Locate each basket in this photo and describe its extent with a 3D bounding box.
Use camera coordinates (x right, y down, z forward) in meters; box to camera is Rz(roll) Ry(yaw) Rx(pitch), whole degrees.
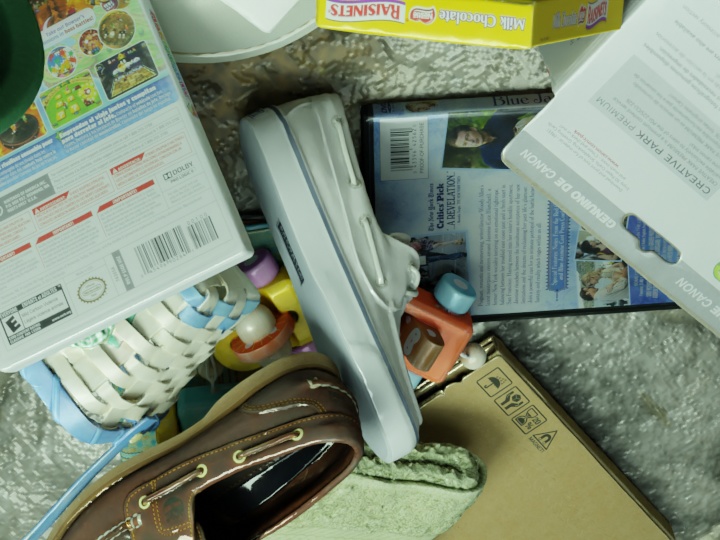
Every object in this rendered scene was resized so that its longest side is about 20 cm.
[{"bbox_3d":[-0.171,0.024,1.477,0.200,0.139,0.177,-43,77,18],"label":"basket"}]

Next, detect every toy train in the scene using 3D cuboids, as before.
[{"bbox_3d":[-0.028,0.073,1.554,0.150,0.056,0.200,30,112,-16],"label":"toy train"}]

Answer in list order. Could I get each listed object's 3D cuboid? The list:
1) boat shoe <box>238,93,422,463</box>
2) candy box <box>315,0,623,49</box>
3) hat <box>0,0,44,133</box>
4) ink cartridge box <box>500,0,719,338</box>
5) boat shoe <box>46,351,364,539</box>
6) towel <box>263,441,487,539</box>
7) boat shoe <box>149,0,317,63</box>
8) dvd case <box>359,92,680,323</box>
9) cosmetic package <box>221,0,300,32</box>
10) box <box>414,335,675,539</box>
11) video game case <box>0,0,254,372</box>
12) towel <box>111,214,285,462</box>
[{"bbox_3d":[0.000,0.000,1.485,0.065,0.074,0.201,-20,87,-14],"label":"boat shoe"},{"bbox_3d":[0.056,-0.124,1.317,0.102,0.200,0.027,5,98,17],"label":"candy box"},{"bbox_3d":[-0.271,-0.084,1.395,0.165,0.200,0.176,-13,150,-39],"label":"hat"},{"bbox_3d":[0.194,-0.081,1.471,0.200,0.084,0.176,38,108,-20],"label":"ink cartridge box"},{"bbox_3d":[-0.084,0.124,1.453,0.200,0.070,0.070,-40,133,15],"label":"boat shoe"},{"bbox_3d":[-0.039,0.145,1.569,0.199,0.037,0.149,7,135,-32],"label":"towel"},{"bbox_3d":[-0.032,-0.169,1.421,0.199,0.062,0.075,-26,126,9],"label":"boat shoe"},{"bbox_3d":[0.100,-0.035,1.553,0.199,0.018,0.143,-4,125,-3],"label":"dvd case"},{"bbox_3d":[-0.058,-0.212,1.305,0.107,0.200,0.085,35,114,-21],"label":"cosmetic package"},{"bbox_3d":[0.070,0.146,1.659,0.163,0.021,0.200,-34,125,14],"label":"box"},{"bbox_3d":[-0.154,-0.069,1.395,0.143,0.018,0.201,-25,80,13],"label":"video game case"},{"bbox_3d":[-0.071,0.052,1.597,0.146,0.022,0.201,-4,126,-2],"label":"towel"}]
